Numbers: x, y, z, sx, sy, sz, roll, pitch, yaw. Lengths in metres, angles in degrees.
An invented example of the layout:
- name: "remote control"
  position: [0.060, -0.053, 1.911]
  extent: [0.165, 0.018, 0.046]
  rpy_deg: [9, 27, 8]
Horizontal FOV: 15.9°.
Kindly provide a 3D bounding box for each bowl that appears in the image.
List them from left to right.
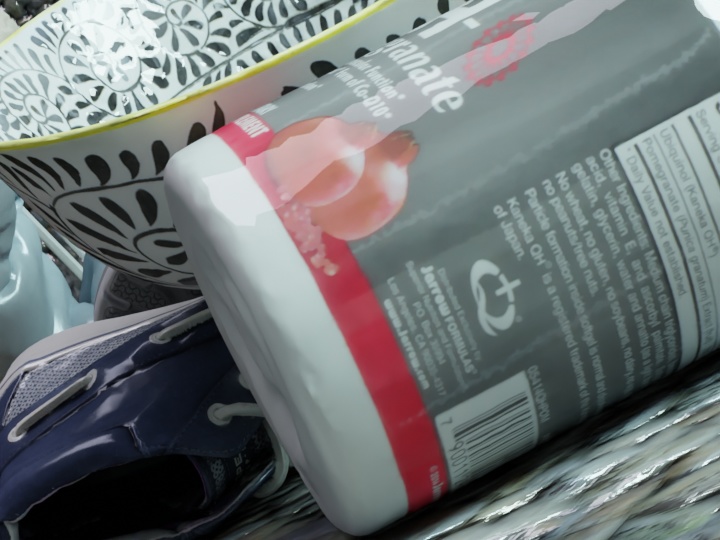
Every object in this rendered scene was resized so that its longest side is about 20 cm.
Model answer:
- name: "bowl"
  position: [-0.019, -0.048, 0.789]
  extent: [0.200, 0.095, 0.201]
  rpy_deg: [-23, 20, 9]

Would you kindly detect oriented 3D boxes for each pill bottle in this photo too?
- name: "pill bottle"
  position: [0.058, -0.024, 0.672]
  extent: [0.199, 0.111, 0.111]
  rpy_deg: [-27, 4, -9]

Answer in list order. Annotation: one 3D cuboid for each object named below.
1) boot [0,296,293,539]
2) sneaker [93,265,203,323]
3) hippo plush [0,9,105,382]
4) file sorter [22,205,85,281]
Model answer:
- name: "boot"
  position: [-0.024, 0.040, 0.824]
  extent: [0.199, 0.073, 0.090]
  rpy_deg: [-23, 26, 5]
- name: "sneaker"
  position: [-0.024, -0.043, 0.914]
  extent: [0.200, 0.075, 0.082]
  rpy_deg: [-51, 21, -10]
- name: "hippo plush"
  position: [-0.123, 0.015, 0.957]
  extent: [0.159, 0.160, 0.201]
  rpy_deg: [127, 167, -74]
- name: "file sorter"
  position: [-0.124, -0.021, 1.278]
  extent: [0.200, 0.125, 0.139]
  rpy_deg: [-41, 6, 19]
